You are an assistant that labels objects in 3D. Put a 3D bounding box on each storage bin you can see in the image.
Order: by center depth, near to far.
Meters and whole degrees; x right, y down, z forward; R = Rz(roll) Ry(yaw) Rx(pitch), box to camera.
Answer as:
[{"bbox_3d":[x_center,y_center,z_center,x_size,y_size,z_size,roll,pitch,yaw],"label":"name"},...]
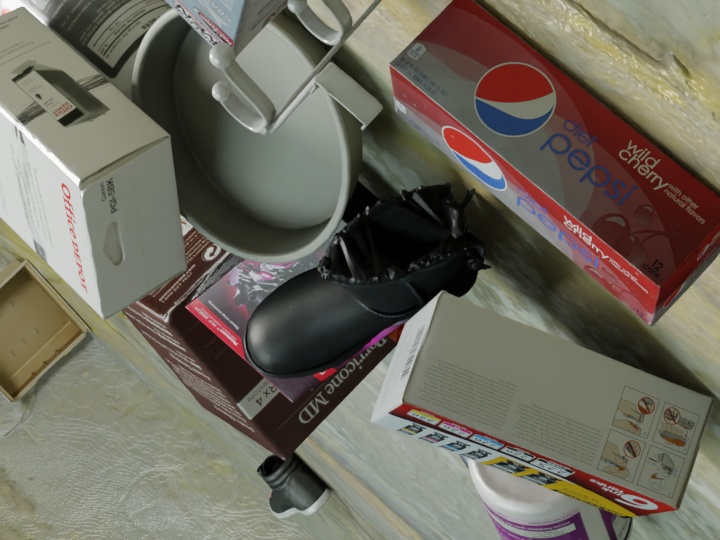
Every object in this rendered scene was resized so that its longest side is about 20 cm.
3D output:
[{"bbox_3d":[-0.635,0.113,3.707,0.199,0.200,0.094,50,168,-21],"label":"storage bin"}]

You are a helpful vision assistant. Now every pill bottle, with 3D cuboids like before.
[{"bbox_3d":[-0.183,-0.170,1.580,0.200,0.116,0.116,41,167,20],"label":"pill bottle"},{"bbox_3d":[0.160,0.187,1.630,0.112,0.112,0.200,37,164,33],"label":"pill bottle"}]

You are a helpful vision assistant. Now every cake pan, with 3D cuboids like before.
[{"bbox_3d":[-0.078,-0.103,1.437,0.200,0.037,0.200,19,124,31],"label":"cake pan"}]

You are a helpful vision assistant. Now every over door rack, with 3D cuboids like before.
[{"bbox_3d":[-0.002,-0.144,1.030,0.067,0.148,0.200,43,169,-16],"label":"over door rack"}]

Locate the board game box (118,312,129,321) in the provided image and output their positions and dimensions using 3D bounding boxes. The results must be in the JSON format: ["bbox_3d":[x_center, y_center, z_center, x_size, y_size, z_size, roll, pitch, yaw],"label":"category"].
[{"bbox_3d":[-0.370,0.002,2.896,0.200,0.034,0.134,52,165,-29],"label":"board game box"}]

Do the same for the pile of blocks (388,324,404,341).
[{"bbox_3d":[0.000,0.000,1.661,0.200,0.062,0.082,50,166,-20],"label":"pile of blocks"}]

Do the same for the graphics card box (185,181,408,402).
[{"bbox_3d":[-0.036,0.014,1.606,0.125,0.051,0.200,43,133,-11],"label":"graphics card box"}]

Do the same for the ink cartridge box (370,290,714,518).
[{"bbox_3d":[0.118,0.100,1.394,0.200,0.084,0.176,21,168,-4],"label":"ink cartridge box"}]

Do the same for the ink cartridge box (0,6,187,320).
[{"bbox_3d":[-0.223,-0.082,1.510,0.200,0.083,0.147,41,149,33],"label":"ink cartridge box"}]

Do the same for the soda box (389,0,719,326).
[{"bbox_3d":[0.109,-0.063,1.116,0.200,0.063,0.070,41,167,16],"label":"soda box"}]

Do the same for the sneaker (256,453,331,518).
[{"bbox_3d":[-0.115,0.315,3.012,0.099,0.071,0.200,49,161,-8],"label":"sneaker"}]

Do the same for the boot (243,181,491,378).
[{"bbox_3d":[-0.001,0.008,1.413,0.162,0.198,0.073,59,-171,-78],"label":"boot"}]

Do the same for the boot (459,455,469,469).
[{"bbox_3d":[0.142,0.180,1.792,0.200,0.073,0.090,52,176,0],"label":"boot"}]

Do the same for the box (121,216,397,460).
[{"bbox_3d":[-0.105,0.033,1.859,0.200,0.166,0.164,52,165,-31],"label":"box"}]

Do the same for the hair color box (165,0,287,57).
[{"bbox_3d":[-0.054,-0.196,1.131,0.061,0.099,0.200,44,167,2],"label":"hair color box"}]
